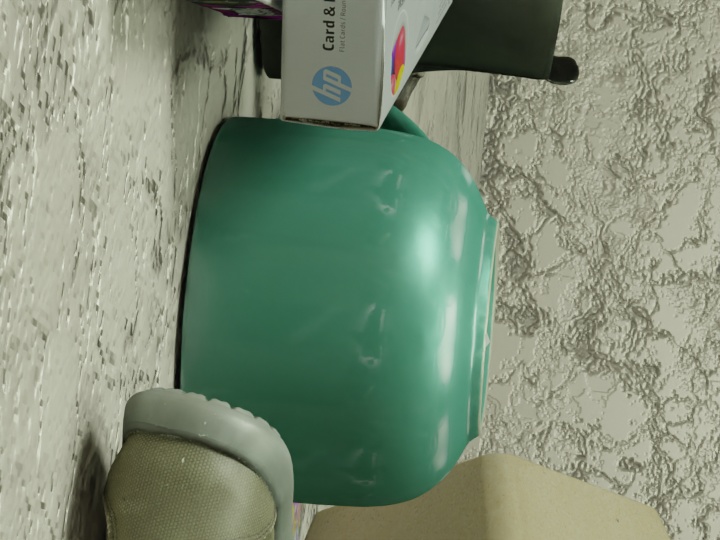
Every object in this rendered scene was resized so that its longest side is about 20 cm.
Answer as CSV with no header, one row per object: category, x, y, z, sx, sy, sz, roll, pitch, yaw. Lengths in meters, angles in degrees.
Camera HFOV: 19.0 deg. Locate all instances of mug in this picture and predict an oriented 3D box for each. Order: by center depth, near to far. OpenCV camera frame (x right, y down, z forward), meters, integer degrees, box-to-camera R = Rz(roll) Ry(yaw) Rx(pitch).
mug,-0.001,0.003,0.876,0.152,0.113,0.187,64,32,-79

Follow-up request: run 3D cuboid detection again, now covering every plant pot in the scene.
plant pot,0.066,0.205,1.083,0.199,0.199,0.178,23,55,-41

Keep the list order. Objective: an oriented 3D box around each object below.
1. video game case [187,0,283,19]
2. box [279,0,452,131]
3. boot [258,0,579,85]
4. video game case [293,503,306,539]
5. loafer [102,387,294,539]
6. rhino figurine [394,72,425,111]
video game case,-0.039,-0.190,0.727,0.181,0.035,0.202,-28,123,-84
box,0.008,-0.172,0.779,0.156,0.041,0.202,-63,157,-63
boot,0.028,-0.171,0.902,0.078,0.137,0.201,-77,169,-52
video game case,-0.044,0.117,1.035,0.144,0.018,0.201,89,8,-49
loafer,-0.056,0.114,0.722,0.201,0.075,0.070,79,29,-55
rhino figurine,-0.004,-0.026,1.005,0.060,0.087,0.201,32,57,-43
